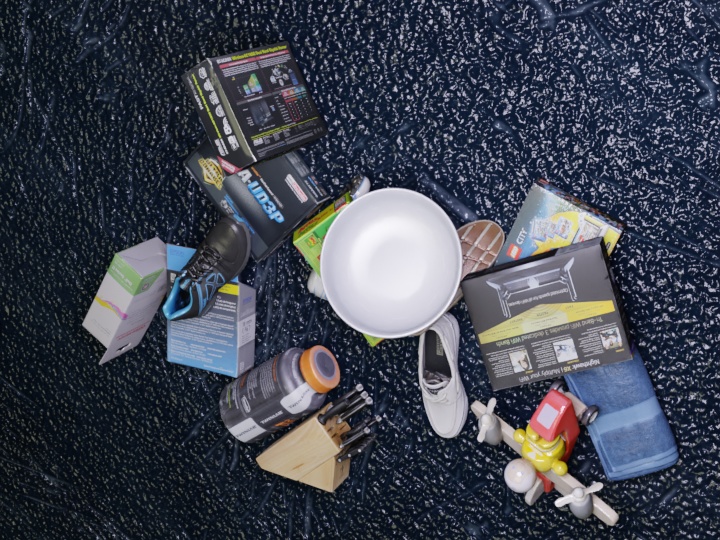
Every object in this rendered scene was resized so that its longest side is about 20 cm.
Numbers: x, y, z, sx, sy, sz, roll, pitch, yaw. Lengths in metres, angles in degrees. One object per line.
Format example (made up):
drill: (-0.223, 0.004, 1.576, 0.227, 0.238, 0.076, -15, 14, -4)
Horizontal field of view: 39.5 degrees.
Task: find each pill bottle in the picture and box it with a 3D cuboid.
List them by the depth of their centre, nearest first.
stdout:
pill bottle: (-0.125, 0.191, 1.600, 0.198, 0.106, 0.107, -31, 91, 31)

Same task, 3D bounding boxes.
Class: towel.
towel: (0.357, 0.187, 1.387, 0.110, 0.048, 0.203, -21, 95, 30)

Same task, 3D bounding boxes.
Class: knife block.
knife block: (-0.067, 0.255, 1.615, 0.197, 0.064, 0.179, 13, 110, 23)

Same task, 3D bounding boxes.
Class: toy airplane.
toy airplane: (0.248, 0.265, 1.393, 0.199, 0.140, 0.202, -16, 102, 56)

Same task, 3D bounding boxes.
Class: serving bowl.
serving bowl: (0.046, -0.006, 1.374, 0.196, 0.066, 0.205, -2, 80, 12)

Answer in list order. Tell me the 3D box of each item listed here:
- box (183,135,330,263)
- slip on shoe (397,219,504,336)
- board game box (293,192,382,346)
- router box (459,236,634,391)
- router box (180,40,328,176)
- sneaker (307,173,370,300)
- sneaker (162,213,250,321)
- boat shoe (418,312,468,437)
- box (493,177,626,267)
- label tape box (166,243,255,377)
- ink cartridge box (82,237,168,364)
box: (-0.162, -0.139, 1.552, 0.158, 0.046, 0.201, -39, 86, 31)
slip on shoe: (0.126, 0.011, 1.425, 0.076, 0.061, 0.201, 38, 89, 6)
board game box: (0.000, 0.000, 1.459, 0.101, 0.048, 0.201, -34, 109, 9)
router box: (0.249, 0.059, 1.341, 0.197, 0.052, 0.160, -15, 97, 22)
router box: (-0.146, -0.233, 1.424, 0.061, 0.199, 0.152, -20, 96, 34)
sneaker: (-0.020, -0.048, 1.503, 0.071, 0.072, 0.203, 17, 111, -9)
sneaker: (-0.235, 0.003, 1.543, 0.073, 0.082, 0.202, 39, 115, 15)
boat shoe: (0.118, 0.163, 1.487, 0.071, 0.066, 0.204, 8, 113, 23)
box: (0.260, -0.006, 1.382, 0.135, 0.038, 0.203, 31, 117, 15)
label tape box: (-0.245, 0.059, 1.645, 0.142, 0.063, 0.204, 10, 107, 24)
ink cartridge box: (-0.391, 0.052, 1.686, 0.067, 0.117, 0.202, 38, 118, 11)
